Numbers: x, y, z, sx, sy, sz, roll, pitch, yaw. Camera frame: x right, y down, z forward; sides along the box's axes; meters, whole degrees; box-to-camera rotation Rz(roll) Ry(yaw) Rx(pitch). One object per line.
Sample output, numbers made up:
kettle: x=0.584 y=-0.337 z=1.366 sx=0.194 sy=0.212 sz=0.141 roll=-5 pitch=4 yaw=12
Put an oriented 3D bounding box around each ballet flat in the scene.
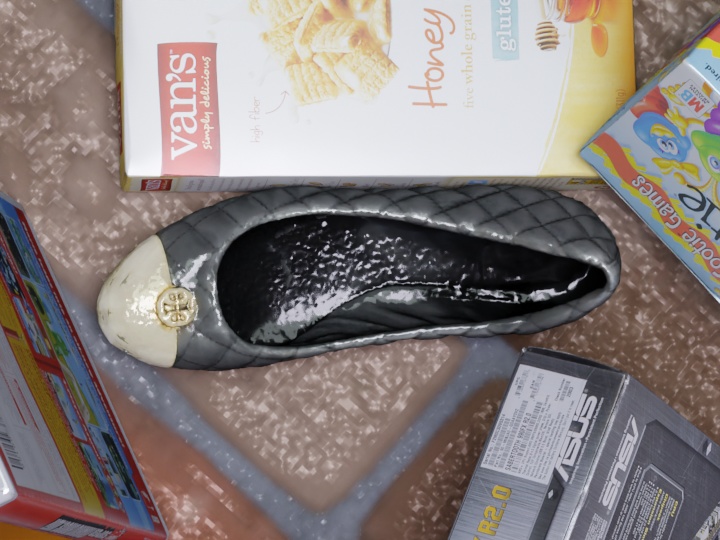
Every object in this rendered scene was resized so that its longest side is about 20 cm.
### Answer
ballet flat: x=0.000 y=0.000 z=1.088 sx=0.199 sy=0.057 sz=0.067 roll=-8 pitch=100 yaw=-8

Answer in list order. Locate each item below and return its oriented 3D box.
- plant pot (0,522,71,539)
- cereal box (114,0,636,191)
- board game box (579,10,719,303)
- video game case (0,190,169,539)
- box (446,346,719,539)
plant pot: x=-0.197 y=0.105 z=0.991 sx=0.183 sy=0.200 sz=0.201 roll=-27 pitch=85 yaw=5
cereal box: x=0.005 y=-0.103 z=1.118 sx=0.199 sy=0.040 sz=0.145 roll=-1 pitch=83 yaw=-9
board game box: x=0.196 y=-0.085 z=1.088 sx=0.105 sy=0.103 sz=0.200 roll=46 pitch=66 yaw=0
video game case: x=-0.124 y=0.025 z=0.992 sx=0.017 sy=0.200 sz=0.143 roll=-27 pitch=77 yaw=5
box: x=0.077 y=0.148 z=1.032 sx=0.048 sy=0.158 sz=0.201 roll=13 pitch=76 yaw=37
